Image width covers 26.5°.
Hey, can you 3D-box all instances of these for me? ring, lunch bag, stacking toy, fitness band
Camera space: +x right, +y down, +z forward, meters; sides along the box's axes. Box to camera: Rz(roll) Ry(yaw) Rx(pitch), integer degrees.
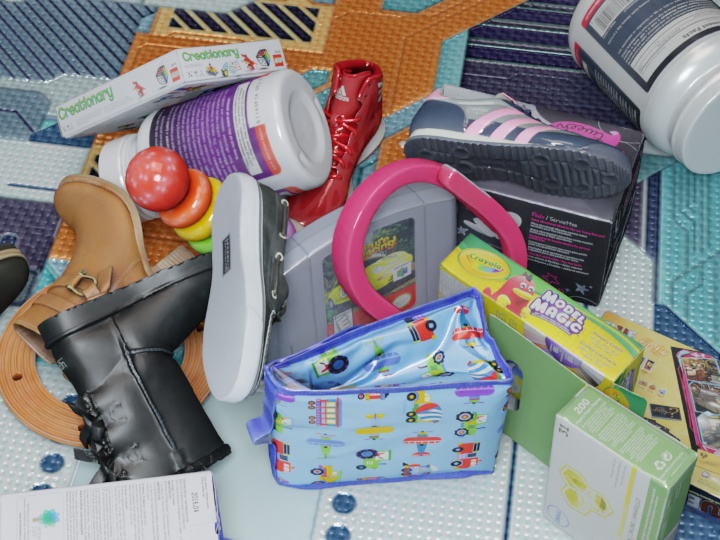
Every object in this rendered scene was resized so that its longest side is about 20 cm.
[{"bbox_3d":[-0.219,0.076,1.337,0.199,0.019,0.201,1,48,-1],"label":"ring"},{"bbox_3d":[0.009,0.112,1.216,0.199,0.151,0.094,-13,55,-11],"label":"lunch bag"},{"bbox_3d":[-0.130,-0.044,1.323,0.085,0.200,0.086,-19,56,30],"label":"stacking toy"},{"bbox_3d":[0.060,-0.011,1.307,0.144,0.200,0.037,-53,39,1],"label":"fitness band"}]

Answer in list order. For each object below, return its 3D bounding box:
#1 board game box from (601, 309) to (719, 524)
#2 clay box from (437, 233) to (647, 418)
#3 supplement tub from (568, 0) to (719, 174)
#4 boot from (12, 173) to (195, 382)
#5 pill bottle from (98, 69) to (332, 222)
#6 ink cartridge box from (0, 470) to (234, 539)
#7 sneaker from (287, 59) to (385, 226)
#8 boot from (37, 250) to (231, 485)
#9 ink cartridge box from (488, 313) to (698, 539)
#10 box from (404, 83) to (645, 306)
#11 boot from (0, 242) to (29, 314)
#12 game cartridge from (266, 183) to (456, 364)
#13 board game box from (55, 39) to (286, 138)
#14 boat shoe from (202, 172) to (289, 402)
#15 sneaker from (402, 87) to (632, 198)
[{"bbox_3d":[0.267,0.126,1.289,0.199,0.035,0.136,25,52,20],"label":"board game box"},{"bbox_3d":[0.152,0.067,1.235,0.200,0.115,0.048,34,62,22],"label":"clay box"},{"bbox_3d":[0.312,-0.205,1.517,0.140,0.141,0.200,-21,52,-19],"label":"supplement tub"},{"bbox_3d":[-0.245,0.010,1.345,0.200,0.077,0.155,40,61,20],"label":"boot"},{"bbox_3d":[-0.136,-0.106,1.406,0.199,0.112,0.112,-15,44,22],"label":"pill bottle"},{"bbox_3d":[-0.170,0.233,1.157,0.199,0.077,0.137,-7,49,-5],"label":"ink cartridge box"},{"bbox_3d":[-0.032,-0.128,1.457,0.078,0.116,0.201,13,49,11],"label":"sneaker"},{"bbox_3d":[-0.155,0.085,1.250,0.198,0.073,0.163,-25,88,-27],"label":"boot"},{"bbox_3d":[0.162,0.141,1.199,0.200,0.146,0.048,33,57,26],"label":"ink cartridge box"},{"bbox_3d":[0.148,-0.074,1.414,0.199,0.115,0.132,16,50,13],"label":"box"},{"bbox_3d":[-0.330,0.081,1.295,0.138,0.078,0.200,34,70,29],"label":"boot"},{"bbox_3d":[0.000,0.000,1.331,0.199,0.134,0.041,-26,43,-22],"label":"game cartridge"},{"bbox_3d":[-0.180,-0.170,1.439,0.126,0.199,0.035,-15,90,-45],"label":"board game box"},{"bbox_3d":[-0.084,0.013,1.220,0.056,0.069,0.201,18,57,-30],"label":"boat shoe"},{"bbox_3d":[0.142,-0.119,1.327,0.199,0.070,0.082,11,57,11],"label":"sneaker"}]
